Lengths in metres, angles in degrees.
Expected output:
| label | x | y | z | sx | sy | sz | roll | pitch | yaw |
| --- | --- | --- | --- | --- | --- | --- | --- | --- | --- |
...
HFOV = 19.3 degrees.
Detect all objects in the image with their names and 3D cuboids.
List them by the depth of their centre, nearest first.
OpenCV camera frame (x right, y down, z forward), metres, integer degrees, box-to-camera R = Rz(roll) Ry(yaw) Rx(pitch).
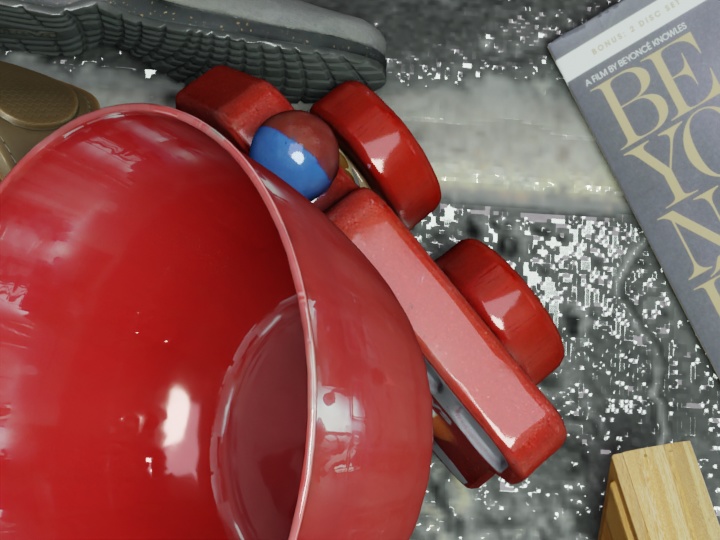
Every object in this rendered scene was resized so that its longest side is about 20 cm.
| label | x | y | z | sx | sy | sz | roll | pitch | yaw |
| --- | --- | --- | --- | --- | --- | --- | --- | --- | --- |
| mixing bowl | -0.049 | 0.054 | 0.705 | 0.108 | 0.199 | 0.202 | 11 | 74 | -46 |
| tray | 0.129 | 0.176 | 0.787 | 0.037 | 0.099 | 0.201 | -10 | 53 | -7 |
| toy fire truck | 0.000 | 0.000 | 0.815 | 0.112 | 0.168 | 0.201 | -37 | 84 | -11 |
| boot | -0.141 | 0.009 | 0.851 | 0.200 | 0.076 | 0.156 | 37 | 115 | 34 |
| dvd case | 0.186 | -0.044 | 0.884 | 0.148 | 0.016 | 0.201 | -29 | 81 | 19 |
| boot | -0.075 | -0.151 | 0.893 | 0.198 | 0.070 | 0.133 | 13 | 73 | -7 |
